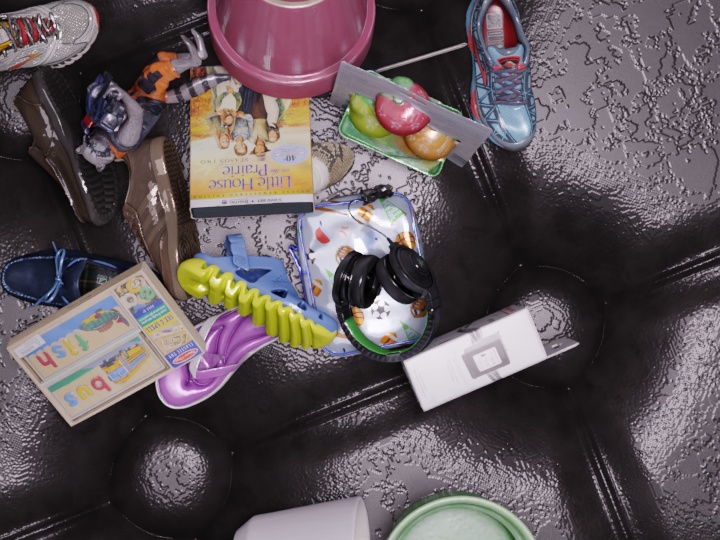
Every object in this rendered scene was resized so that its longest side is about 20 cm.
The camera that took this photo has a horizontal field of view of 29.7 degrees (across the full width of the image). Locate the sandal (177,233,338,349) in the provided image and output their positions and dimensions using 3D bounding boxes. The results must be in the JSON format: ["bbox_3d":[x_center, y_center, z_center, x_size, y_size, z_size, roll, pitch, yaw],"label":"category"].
[{"bbox_3d":[-0.111,0.020,1.596,0.200,0.080,0.087,30,59,1],"label":"sandal"}]

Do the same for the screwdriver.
[{"bbox_3d":[0.035,-0.244,1.659,0.199,0.028,0.029,-13,122,-2],"label":"screwdriver"}]

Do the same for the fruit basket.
[{"bbox_3d":[0.055,-0.185,1.576,0.185,0.200,0.094,24,76,-2],"label":"fruit basket"}]

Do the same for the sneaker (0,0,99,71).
[{"bbox_3d":[-0.407,-0.272,1.618,0.199,0.082,0.078,-19,92,-2],"label":"sneaker"}]

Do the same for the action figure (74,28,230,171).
[{"bbox_3d":[-0.251,-0.188,1.573,0.193,0.200,0.105,-43,114,9],"label":"action figure"}]

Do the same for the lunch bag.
[{"bbox_3d":[0.000,0.000,1.642,0.160,0.076,0.201,-10,93,1],"label":"lunch bag"}]

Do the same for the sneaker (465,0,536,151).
[{"bbox_3d":[0.166,-0.241,1.627,0.079,0.096,0.201,-13,92,-1],"label":"sneaker"}]

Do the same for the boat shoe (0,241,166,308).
[{"bbox_3d":[-0.335,0.006,1.634,0.199,0.069,0.085,-2,92,-1],"label":"boat shoe"}]

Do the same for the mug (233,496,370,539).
[{"bbox_3d":[-0.070,0.366,1.619,0.153,0.149,0.187,-3,85,6],"label":"mug"}]

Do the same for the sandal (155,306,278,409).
[{"bbox_3d":[-0.169,0.091,1.650,0.202,0.050,0.083,-39,92,0],"label":"sandal"}]

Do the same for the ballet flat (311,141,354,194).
[{"bbox_3d":[-0.104,-0.109,1.633,0.199,0.075,0.068,-6,119,-2],"label":"ballet flat"}]

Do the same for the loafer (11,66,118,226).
[{"bbox_3d":[-0.356,-0.143,1.637,0.071,0.073,0.201,-23,90,27],"label":"loafer"}]

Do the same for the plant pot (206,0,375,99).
[{"bbox_3d":[-0.079,-0.320,1.555,0.199,0.179,0.201,1,75,-3],"label":"plant pot"}]

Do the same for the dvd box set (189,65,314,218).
[{"bbox_3d":[-0.130,-0.156,1.608,0.146,0.029,0.201,-2,62,-1],"label":"dvd box set"}]

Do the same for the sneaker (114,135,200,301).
[{"bbox_3d":[-0.246,-0.059,1.646,0.075,0.070,0.201,-9,89,18],"label":"sneaker"}]

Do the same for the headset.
[{"bbox_3d":[0.030,0.003,1.568,0.123,0.094,0.201,-8,99,27],"label":"headset"}]

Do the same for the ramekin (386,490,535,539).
[{"bbox_3d":[0.117,0.363,1.642,0.199,0.098,0.201,0,92,-1],"label":"ramekin"}]

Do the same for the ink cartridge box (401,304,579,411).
[{"bbox_3d":[0.150,0.094,1.627,0.199,0.116,0.067,-23,91,-1],"label":"ink cartridge box"}]

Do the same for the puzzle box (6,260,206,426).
[{"bbox_3d":[-0.301,0.090,1.616,0.200,0.025,0.133,-30,114,12],"label":"puzzle box"}]
